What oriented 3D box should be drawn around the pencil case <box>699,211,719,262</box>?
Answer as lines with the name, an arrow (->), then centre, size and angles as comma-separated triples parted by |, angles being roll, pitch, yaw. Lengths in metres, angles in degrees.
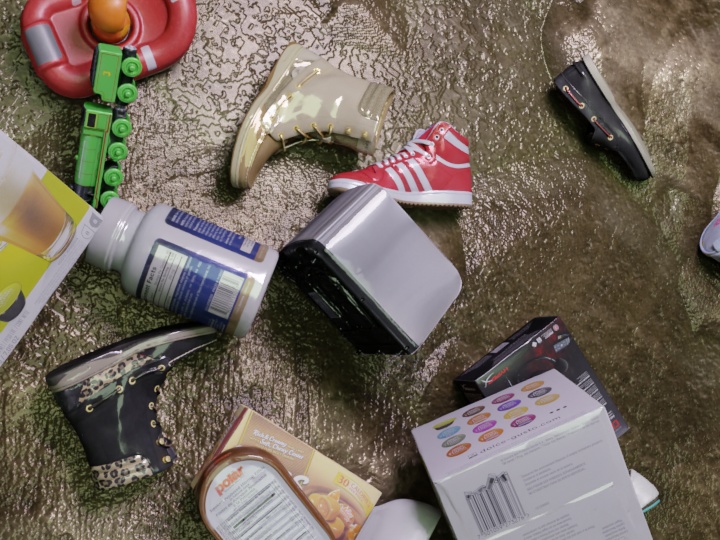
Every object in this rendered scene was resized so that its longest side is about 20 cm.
pencil case -> 0.582, -0.008, 1.350 | 0.200, 0.083, 0.091 | 34, 55, -11

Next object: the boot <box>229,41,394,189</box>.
boot -> -0.058, -0.166, 1.153 | 0.155, 0.073, 0.200 | 24, 73, 4

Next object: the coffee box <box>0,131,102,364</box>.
coffee box -> -0.428, -0.048, 0.933 | 0.200, 0.200, 0.198 | -58, 146, -14

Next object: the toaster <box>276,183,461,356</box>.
toaster -> 0.000, 0.000, 1.122 | 0.200, 0.181, 0.119 | 47, 72, -10

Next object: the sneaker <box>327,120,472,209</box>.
sneaker -> 0.052, -0.138, 1.202 | 0.199, 0.071, 0.113 | 2, 89, -25

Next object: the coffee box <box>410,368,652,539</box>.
coffee box -> 0.193, 0.258, 1.085 | 0.199, 0.198, 0.200 | -23, 97, -1

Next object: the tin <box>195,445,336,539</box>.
tin -> -0.105, 0.293, 1.085 | 0.112, 0.042, 0.200 | -39, 101, -14

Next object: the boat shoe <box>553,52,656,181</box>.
boat shoe -> 0.340, -0.201, 1.304 | 0.063, 0.074, 0.201 | -33, 109, 19

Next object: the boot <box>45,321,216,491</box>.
boot -> -0.244, 0.151, 1.091 | 0.200, 0.073, 0.151 | -21, 98, -28

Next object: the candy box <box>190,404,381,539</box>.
candy box -> -0.089, 0.263, 1.137 | 0.200, 0.055, 0.116 | 35, 78, -12

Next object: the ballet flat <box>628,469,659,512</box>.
ballet flat -> 0.310, 0.332, 1.259 | 0.200, 0.069, 0.070 | -29, 95, -21

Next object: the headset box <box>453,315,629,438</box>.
headset box -> 0.242, 0.183, 1.235 | 0.149, 0.077, 0.200 | -34, 95, -16

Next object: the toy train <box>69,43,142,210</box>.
toy train -> -0.290, -0.160, 1.070 | 0.056, 0.042, 0.200 | 6, 116, -23

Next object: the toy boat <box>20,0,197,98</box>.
toy boat -> -0.283, -0.286, 1.078 | 0.200, 0.131, 0.131 | -25, 94, -17

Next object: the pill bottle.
pill bottle -> -0.204, -0.008, 1.081 | 0.200, 0.111, 0.111 | 23, 80, -6

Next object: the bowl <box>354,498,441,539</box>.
bowl -> 0.015, 0.351, 1.101 | 0.075, 0.200, 0.200 | 30, 75, 9
